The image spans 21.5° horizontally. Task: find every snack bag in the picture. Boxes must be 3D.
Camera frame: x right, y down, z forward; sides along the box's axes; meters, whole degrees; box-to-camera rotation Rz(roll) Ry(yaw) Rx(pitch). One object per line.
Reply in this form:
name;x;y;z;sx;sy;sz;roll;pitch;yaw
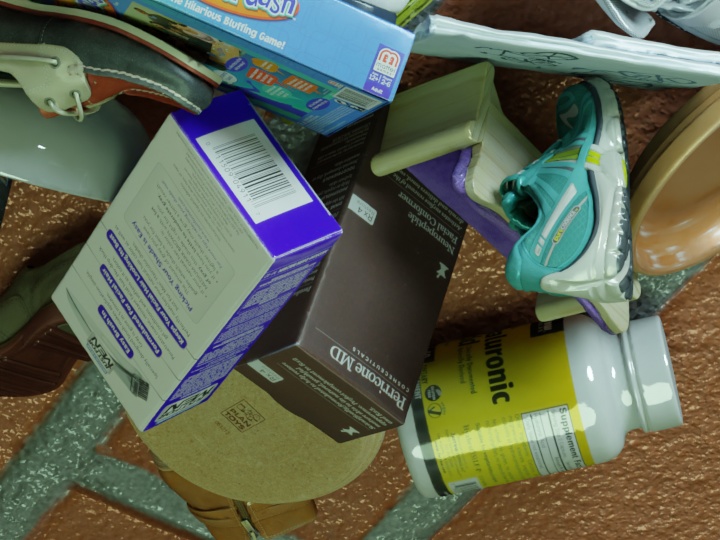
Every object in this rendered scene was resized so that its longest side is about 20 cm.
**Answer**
snack bag;0.119;-0.135;1.168;0.199;0.189;0.022;7;93;-7

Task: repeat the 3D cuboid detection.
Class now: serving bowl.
serving bowl;-0.219;-0.101;1.196;0.199;0.200;0.066;16;95;-13

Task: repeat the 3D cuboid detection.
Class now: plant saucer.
plant saucer;0.244;-0.077;1.238;0.200;0.038;0.200;-29;153;-16

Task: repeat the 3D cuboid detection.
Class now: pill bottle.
pill bottle;0.130;0.094;1.391;0.199;0.112;0.112;-13;129;10

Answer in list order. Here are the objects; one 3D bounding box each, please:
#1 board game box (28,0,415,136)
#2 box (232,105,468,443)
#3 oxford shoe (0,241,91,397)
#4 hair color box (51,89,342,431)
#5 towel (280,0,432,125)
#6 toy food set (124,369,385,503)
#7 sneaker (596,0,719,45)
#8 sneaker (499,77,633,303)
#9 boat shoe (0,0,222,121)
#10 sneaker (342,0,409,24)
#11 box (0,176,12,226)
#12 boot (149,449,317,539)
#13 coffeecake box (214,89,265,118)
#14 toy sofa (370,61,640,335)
board game box;-0.084;-0.141;1.073;0.199;0.152;0.045;22;82;-13
box;0.000;0.000;1.248;0.100;0.201;0.075;37;146;-27
oxford shoe;-0.237;0.039;1.379;0.070;0.075;0.200;22;147;-37
hair color box;-0.103;-0.003;1.148;0.110;0.065;0.200;54;135;13
towel;0.019;-0.175;1.182;0.018;0.086;0.200;38;120;-24
toy food set;-0.079;0.087;1.332;0.199;0.049;0.198;32;128;-13
sneaker;0.196;-0.175;1.161;0.200;0.115;0.075;33;119;-24
sneaker;0.124;-0.054;1.150;0.079;0.200;0.078;-2;124;9
boat shoe;-0.173;-0.117;1.075;0.199;0.063;0.071;18;171;17
sneaker;-0.057;-0.203;1.089;0.199;0.076;0.081;21;100;-19
box;-0.307;0.012;1.262;0.136;0.200;0.038;-26;125;21
boot;-0.059;0.140;1.457;0.199;0.074;0.155;-8;129;22
coffeecake box;-0.131;-0.193;1.174;0.199;0.073;0.154;16;126;-13
toy sofa;0.099;-0.035;1.243;0.083;0.098;0.200;-15;139;38
